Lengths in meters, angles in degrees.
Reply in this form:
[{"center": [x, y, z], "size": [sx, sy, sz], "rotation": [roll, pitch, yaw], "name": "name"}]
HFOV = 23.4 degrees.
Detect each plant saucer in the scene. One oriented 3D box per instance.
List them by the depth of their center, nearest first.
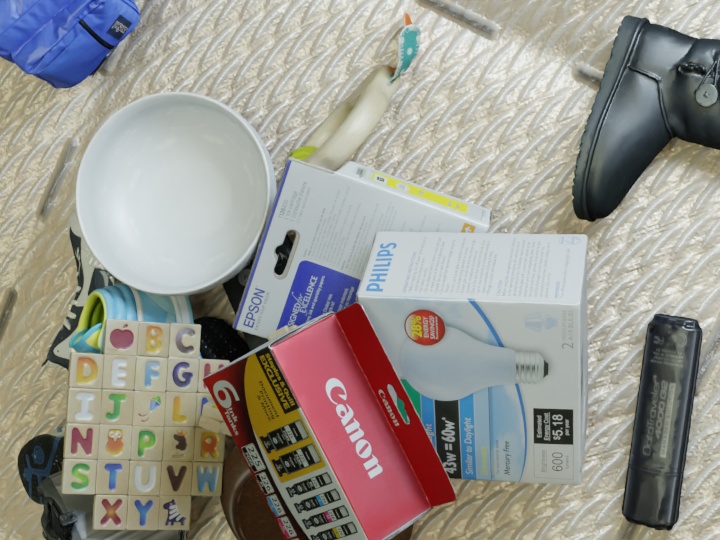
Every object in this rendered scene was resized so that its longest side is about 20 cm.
[{"center": [-0.047, 0.240, 1.711], "size": [0.199, 0.035, 0.202], "rotation": [6, 122, 10], "name": "plant saucer"}]

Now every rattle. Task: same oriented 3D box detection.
[{"center": [0.031, -0.130, 1.697], "size": [0.143, 0.130, 0.200], "rotation": [41, 79, 4], "name": "rattle"}]

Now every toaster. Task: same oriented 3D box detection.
[{"center": [-0.248, 0.247, 1.755], "size": [0.129, 0.200, 0.114], "rotation": [-25, 68, -19], "name": "toaster"}]

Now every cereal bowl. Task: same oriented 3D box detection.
[{"center": [-0.173, -0.072, 1.708], "size": [0.198, 0.083, 0.202], "rotation": [-1, 85, 13], "name": "cereal bowl"}]

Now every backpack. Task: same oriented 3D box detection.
[{"center": [-0.302, -0.299, 1.776], "size": [0.168, 0.162, 0.200], "rotation": [44, 94, 5], "name": "backpack"}]

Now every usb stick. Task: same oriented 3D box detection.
[{"center": [0.282, 0.142, 1.626], "size": [0.055, 0.033, 0.202], "rotation": [10, 96, 28], "name": "usb stick"}]

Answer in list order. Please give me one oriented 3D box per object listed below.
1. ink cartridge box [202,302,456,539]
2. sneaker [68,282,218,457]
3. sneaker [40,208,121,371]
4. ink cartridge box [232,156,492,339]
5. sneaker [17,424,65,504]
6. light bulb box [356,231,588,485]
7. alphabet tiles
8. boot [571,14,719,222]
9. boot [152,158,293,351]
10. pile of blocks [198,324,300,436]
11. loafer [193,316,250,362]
[{"center": [-0.029, 0.149, 1.552], "size": [0.175, 0.084, 0.201], "rotation": [-29, 89, 54], "name": "ink cartridge box"}, {"center": [-0.220, 0.104, 1.720], "size": [0.079, 0.130, 0.201], "rotation": [-25, 79, 47], "name": "sneaker"}, {"center": [-0.293, 0.045, 1.824], "size": [0.129, 0.079, 0.200], "rotation": [-26, 93, 12], "name": "sneaker"}, {"center": [0.000, 0.000, 1.666], "size": [0.199, 0.047, 0.199], "rotation": [21, 118, 0], "name": "ink cartridge box"}, {"center": [-0.289, 0.192, 1.836], "size": [0.199, 0.077, 0.076], "rotation": [-28, 79, 39], "name": "sneaker"}, {"center": [0.107, 0.078, 1.591], "size": [0.198, 0.125, 0.200], "rotation": [1, 119, 11], "name": "light bulb box"}, {"center": [-0.206, 0.150, 1.682], "size": [0.006, 0.165, 0.202], "rotation": [-4, 82, 62], "name": "alphabet tiles"}, {"center": [0.294, -0.123, 1.585], "size": [0.167, 0.076, 0.202], "rotation": [18, 93, 24], "name": "boot"}, {"center": [-0.140, 0.000, 1.776], "size": [0.164, 0.066, 0.201], "rotation": [-32, 85, 21], "name": "boot"}, {"center": [-0.068, 0.095, 1.675], "size": [0.199, 0.062, 0.083], "rotation": [-24, 91, 20], "name": "pile of blocks"}, {"center": [-0.116, 0.140, 1.772], "size": [0.200, 0.073, 0.071], "rotation": [53, 129, 20], "name": "loafer"}]
